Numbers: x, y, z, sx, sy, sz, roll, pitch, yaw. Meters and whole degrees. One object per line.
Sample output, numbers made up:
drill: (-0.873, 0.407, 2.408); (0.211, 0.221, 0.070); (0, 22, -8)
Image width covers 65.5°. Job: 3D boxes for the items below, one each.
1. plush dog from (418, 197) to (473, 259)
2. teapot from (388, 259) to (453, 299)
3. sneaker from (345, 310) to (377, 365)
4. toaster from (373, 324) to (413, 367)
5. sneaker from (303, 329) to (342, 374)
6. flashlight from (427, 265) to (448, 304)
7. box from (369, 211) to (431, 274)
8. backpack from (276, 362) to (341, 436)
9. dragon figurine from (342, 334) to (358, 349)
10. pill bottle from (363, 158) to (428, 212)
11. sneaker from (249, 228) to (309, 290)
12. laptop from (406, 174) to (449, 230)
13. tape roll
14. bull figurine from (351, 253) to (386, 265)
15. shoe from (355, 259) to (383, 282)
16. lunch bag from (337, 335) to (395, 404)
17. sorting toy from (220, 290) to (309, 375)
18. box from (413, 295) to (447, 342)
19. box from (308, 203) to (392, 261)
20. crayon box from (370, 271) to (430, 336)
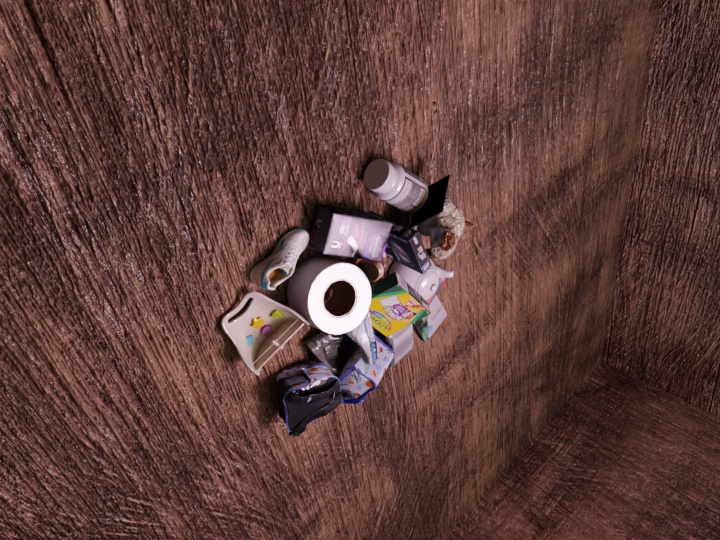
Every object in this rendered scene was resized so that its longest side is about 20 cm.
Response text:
plush dog: (0.276, -0.113, 1.828); (0.200, 0.160, 0.172); (129, -15, -65)
teapot: (0.195, 0.038, 1.902); (0.197, 0.146, 0.200); (34, 86, -50)
sneaker: (0.001, 0.199, 1.708); (0.087, 0.075, 0.200); (-11, 106, 4)
toaster: (0.111, 0.241, 1.953); (0.129, 0.114, 0.200); (-33, 130, -33)
sneaker: (-0.088, 0.248, 1.772); (0.114, 0.076, 0.200); (-43, 132, -11)
flashlight: (0.246, 0.078, 2.009); (0.200, 0.068, 0.068); (-54, -178, -15)
box: (0.112, -0.085, 1.703); (0.044, 0.200, 0.160); (-47, 139, -17)
backpack: (-0.158, 0.374, 1.704); (0.190, 0.154, 0.200); (-15, 130, -21)
dragon figurine: (-0.020, 0.213, 1.808); (0.059, 0.099, 0.200); (-42, 136, -22)
pill bottle: (0.106, -0.253, 1.670); (0.200, 0.116, 0.117); (19, 97, -49)
sneaker: (-0.200, -0.027, 1.499); (0.200, 0.081, 0.077); (-50, 137, -16)
laptop: (0.216, -0.167, 1.761); (0.187, 0.116, 0.200); (-72, 159, -43)
tape roll: (-0.089, 0.068, 1.582); (0.202, 0.139, 0.203); (-6, 102, -31)
bull figurine: (0.000, 0.000, 1.739); (0.121, 0.065, 0.200); (20, 102, -56)
shoe: (0.021, -0.004, 1.599); (0.053, 0.200, 0.070); (-33, 97, -23)
lunch bag: (0.001, 0.336, 1.828); (0.200, 0.124, 0.170); (-45, -177, 41)
sorting toy: (-0.276, 0.146, 1.510); (0.200, 0.107, 0.180); (-45, 125, -4)
box: (0.248, 0.164, 2.113); (0.144, 0.036, 0.200); (-51, 137, -14)
box: (-0.030, -0.106, 1.585); (0.200, 0.106, 0.122); (6, 106, -34)
crayon box: (0.095, 0.111, 1.759); (0.172, 0.058, 0.200); (-31, 134, 20)
